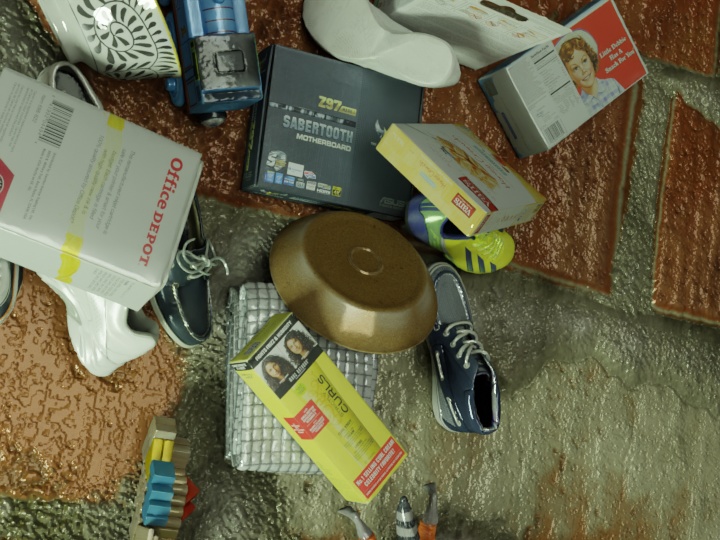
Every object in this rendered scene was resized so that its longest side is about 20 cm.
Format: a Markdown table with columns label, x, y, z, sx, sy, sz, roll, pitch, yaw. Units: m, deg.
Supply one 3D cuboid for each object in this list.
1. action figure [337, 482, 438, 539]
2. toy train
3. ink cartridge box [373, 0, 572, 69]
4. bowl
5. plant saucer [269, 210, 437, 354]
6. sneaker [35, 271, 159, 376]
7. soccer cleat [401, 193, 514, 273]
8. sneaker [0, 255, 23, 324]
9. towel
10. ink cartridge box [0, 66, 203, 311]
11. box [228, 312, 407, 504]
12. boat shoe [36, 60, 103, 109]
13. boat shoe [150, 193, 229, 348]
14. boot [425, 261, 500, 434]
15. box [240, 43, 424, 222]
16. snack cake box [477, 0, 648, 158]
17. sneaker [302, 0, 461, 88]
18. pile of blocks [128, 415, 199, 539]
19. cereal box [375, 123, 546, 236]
| label | x | y | z | sx | sy | sz | roll | pitch | yaw |
| --- | --- | --- | --- | --- | --- | --- | --- | --- | --- |
| action figure | 0.032 | 0.353 | 1.213 | 0.197 | 0.104 | 0.197 | -10 | 82 | -29 |
| toy train | -0.159 | -0.255 | 1.140 | 0.085 | 0.114 | 0.204 | -8 | 91 | -27 |
| ink cartridge box | 0.123 | -0.291 | 1.236 | 0.159 | 0.199 | 0.051 | 16 | 78 | -25 |
| bowl | -0.258 | -0.260 | 1.059 | 0.093 | 0.201 | 0.203 | -27 | 99 | -10 |
| plant saucer | 0.000 | 0.000 | 1.185 | 0.197 | 0.036 | 0.202 | 16 | 43 | -15 |
| sneaker | -0.257 | -0.002 | 1.081 | 0.098 | 0.078 | 0.203 | -20 | 107 | 14 |
| soccer cleat | 0.130 | -0.040 | 1.271 | 0.199 | 0.083 | 0.066 | 21 | 72 | -46 |
| sneaker | -0.362 | -0.039 | 1.054 | 0.077 | 0.080 | 0.203 | 3 | 61 | -11 |
| towel | -0.066 | 0.117 | 1.187 | 0.163 | 0.085 | 0.204 | 4 | 84 | -28 |
| ink cartridge box | -0.262 | -0.070 | 1.009 | 0.197 | 0.083 | 0.147 | 23 | 64 | -18 |
| box | -0.042 | 0.142 | 1.121 | 0.075 | 0.050 | 0.201 | -45 | 107 | -25 |
| boat shoe | -0.271 | -0.112 | 1.103 | 0.071 | 0.065 | 0.204 | -17 | 95 | -26 |
| boat shoe | -0.183 | -0.021 | 1.135 | 0.075 | 0.061 | 0.204 | -14 | 94 | -61 |
| boot | 0.121 | 0.089 | 1.275 | 0.072 | 0.090 | 0.204 | -11 | 92 | -26 |
| box | -0.029 | -0.151 | 1.235 | 0.197 | 0.051 | 0.161 | 11 | 82 | -27 |
| snack cake box | 0.256 | -0.244 | 1.375 | 0.199 | 0.067 | 0.116 | -36 | 101 | -24 |
| sneaker | 0.024 | -0.255 | 1.242 | 0.198 | 0.088 | 0.076 | 32 | 98 | 16 |
| pile of blocks | -0.195 | 0.254 | 1.113 | 0.061 | 0.082 | 0.204 | 12 | 81 | -25 |
| cereal box | 0.116 | -0.106 | 1.219 | 0.144 | 0.040 | 0.199 | 45 | 23 | 15 |
